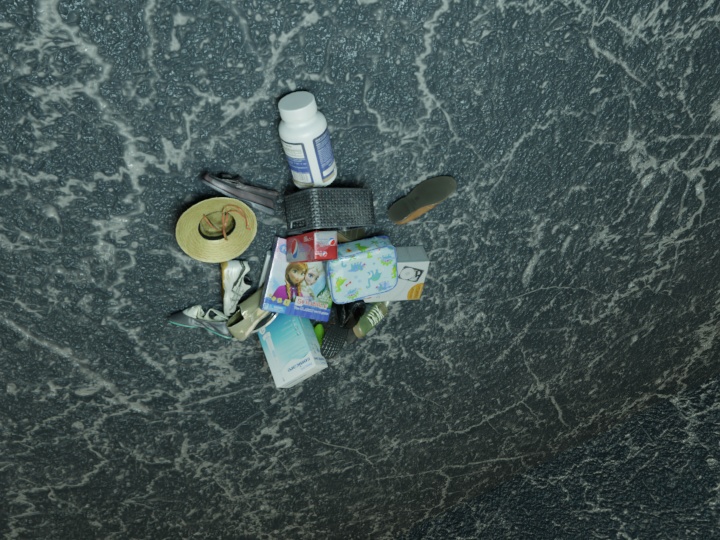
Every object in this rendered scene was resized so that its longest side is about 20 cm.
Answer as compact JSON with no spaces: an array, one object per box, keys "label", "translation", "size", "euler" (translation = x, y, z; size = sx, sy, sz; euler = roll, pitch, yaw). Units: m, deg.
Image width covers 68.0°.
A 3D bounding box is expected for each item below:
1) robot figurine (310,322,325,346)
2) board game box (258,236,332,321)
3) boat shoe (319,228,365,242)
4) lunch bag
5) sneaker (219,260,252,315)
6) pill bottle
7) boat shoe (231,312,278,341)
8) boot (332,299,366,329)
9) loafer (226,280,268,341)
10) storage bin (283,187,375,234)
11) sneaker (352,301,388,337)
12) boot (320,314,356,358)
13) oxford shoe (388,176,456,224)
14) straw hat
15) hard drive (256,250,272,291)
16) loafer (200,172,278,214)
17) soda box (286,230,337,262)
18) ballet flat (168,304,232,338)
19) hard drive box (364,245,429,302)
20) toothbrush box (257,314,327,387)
[{"label":"robot figurine","translation":[-0.189,0.254,1.709],"size":[0.174,0.117,0.201],"euler":[11,130,-40]},{"label":"board game box","translation":[-0.162,0.026,1.478],"size":[0.197,0.041,0.203],"euler":[12,93,-25]},{"label":"boat shoe","translation":[-0.077,-0.113,1.438],"size":[0.198,0.073,0.068],"euler":[18,152,-36]},{"label":"lunch bag","translation":[0.000,0.000,1.443],"size":[0.197,0.083,0.163],"euler":[-14,124,-9]},{"label":"sneaker","translation":[-0.348,0.054,1.505],"size":[0.086,0.076,0.202],"euler":[-6,138,-20]},{"label":"pill bottle","translation":[-0.123,-0.294,1.214],"size":[0.109,0.112,0.202],"euler":[-14,135,-2]},{"label":"boat shoe","translation":[-0.328,0.148,1.585],"size":[0.198,0.076,0.061],"euler":[-30,114,21]},{"label":"boot","translation":[-0.071,0.106,1.564],"size":[0.076,0.169,0.200],"euler":[22,124,-37]},{"label":"loafer","translation":[-0.307,0.109,1.505],"size":[0.068,0.076,0.201],"euler":[30,97,-37]},{"label":"storage bin","translation":[-0.074,-0.145,1.302],"size":[0.198,0.095,0.134],"euler":[-8,-178,-40]},{"label":"sneaker","translation":[0.037,0.127,1.606],"size":[0.089,0.200,0.068],"euler":[-25,102,19]},{"label":"boot","translation":[-0.047,0.201,1.643],"size":[0.069,0.202,0.132],"euler":[17,154,24]},{"label":"oxford shoe","translation":[0.169,-0.189,1.443],"size":[0.198,0.072,0.071],"euler":[-28,162,11]},{"label":"straw hat","translation":[-0.358,-0.122,1.329],"size":[0.198,0.086,0.203],"euler":[-11,134,-12]},{"label":"hard drive","translation":[-0.228,0.032,1.551],"size":[0.130,0.026,0.202],"euler":[6,130,-21]},{"label":"loafer","translation":[-0.289,-0.201,1.298],"size":[0.198,0.072,0.064],"euler":[23,95,-37]},{"label":"soda box","translation":[-0.126,-0.056,1.348],"size":[0.063,0.071,0.199],"euler":[-1,178,-27]},{"label":"ballet flat","translation":[-0.456,0.138,1.553],"size":[0.197,0.074,0.074],"euler":[16,130,-2]},{"label":"hard drive box","translation":[0.089,0.012,1.588],"size":[0.197,0.077,0.157],"euler":[-3,133,-13]},{"label":"toothbrush box","translation":[-0.207,0.227,1.592],"size":[0.145,0.202,0.085],"euler":[-31,158,15]}]
